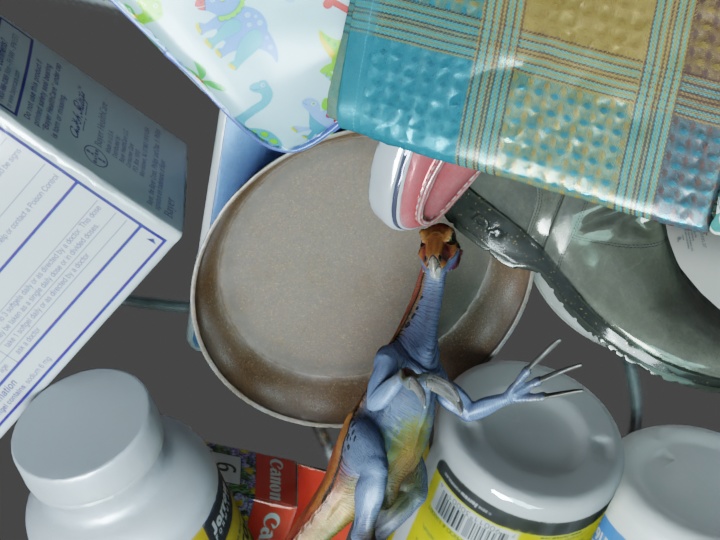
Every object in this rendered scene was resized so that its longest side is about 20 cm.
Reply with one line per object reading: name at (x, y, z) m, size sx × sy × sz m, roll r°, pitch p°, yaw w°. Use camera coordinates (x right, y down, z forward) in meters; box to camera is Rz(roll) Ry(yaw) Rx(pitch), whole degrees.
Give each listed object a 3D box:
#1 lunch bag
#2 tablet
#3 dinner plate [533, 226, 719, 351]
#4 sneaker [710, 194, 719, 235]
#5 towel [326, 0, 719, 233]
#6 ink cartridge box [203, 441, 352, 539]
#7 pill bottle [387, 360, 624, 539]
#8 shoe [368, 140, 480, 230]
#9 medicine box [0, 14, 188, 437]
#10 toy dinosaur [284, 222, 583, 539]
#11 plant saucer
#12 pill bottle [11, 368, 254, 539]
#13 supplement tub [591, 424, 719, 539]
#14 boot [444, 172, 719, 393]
lunch bag at (-0.045, -0.173, 1.059) m, size 0.161 × 0.083 × 0.200 m, roll -39°, pitch 111°, yaw 18°
tablet at (-0.025, -0.031, 1.194) m, size 0.129 × 0.014 × 0.201 m, roll 7°, pitch 121°, yaw -7°
dinner plate at (0.192, -0.027, 1.201) m, size 0.198 × 0.024 × 0.201 m, roll 0°, pitch 122°, yaw -1°
sneaker at (0.259, -0.014, 1.166) m, size 0.093 × 0.071 × 0.199 m, roll -21°, pitch 150°, yaw 26°
towel at (0.088, -0.113, 0.993) m, size 0.199 × 0.022 × 0.148 m, roll 17°, pitch 106°, yaw 15°
ink cartridge box at (-0.085, 0.166, 1.292) m, size 0.198 × 0.050 × 0.110 m, roll 13°, pitch 121°, yaw -9°
pill bottle at (0.074, 0.160, 1.247) m, size 0.113 × 0.115 × 0.201 m, roll 12°, pitch 133°, yaw -9°
shoe at (0.085, -0.090, 1.042) m, size 0.091 × 0.071 × 0.201 m, roll 37°, pitch 107°, yaw 24°
medicine box at (-0.224, -0.036, 1.130) m, size 0.199 × 0.103 × 0.182 m, roll 35°, pitch 114°, yaw -21°
toy dinosaur at (0.012, 0.070, 1.121) m, size 0.199 × 0.183 × 0.105 m, roll -9°, pitch 163°, yaw 21°
plant saucer at (0.000, 0.000, 1.180) m, size 0.199 × 0.032 × 0.201 m, roll -7°, pitch 123°, yaw -11°
pill bottle at (-0.120, 0.153, 1.173) m, size 0.111 × 0.112 × 0.201 m, roll -16°, pitch 130°, yaw 7°
supplement tub at (0.186, 0.208, 1.283) m, size 0.131 × 0.132 × 0.201 m, roll 10°, pitch 120°, yaw -9°
boot at (0.147, -0.035, 1.091) m, size 0.199 × 0.068 × 0.131 m, roll 35°, pitch 116°, yaw 6°
